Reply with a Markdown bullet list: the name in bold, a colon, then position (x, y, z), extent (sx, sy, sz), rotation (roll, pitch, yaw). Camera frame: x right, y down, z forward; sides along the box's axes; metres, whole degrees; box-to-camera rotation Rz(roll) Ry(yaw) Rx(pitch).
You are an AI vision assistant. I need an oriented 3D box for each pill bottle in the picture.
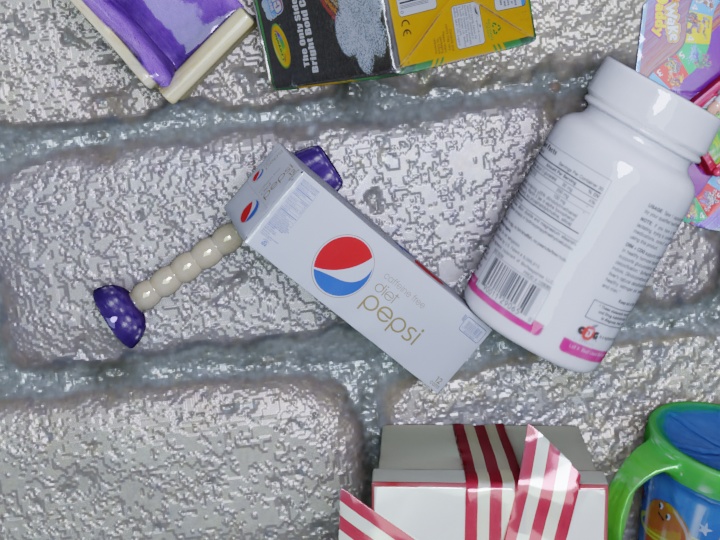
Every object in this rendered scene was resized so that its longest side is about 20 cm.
- **pill bottle**: position (0.166, -0.040, 1.035), extent (0.112, 0.113, 0.202), rotation (27, 102, -6)

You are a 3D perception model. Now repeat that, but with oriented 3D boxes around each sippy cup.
- **sippy cup**: position (0.263, 0.185, 1.078), extent (0.175, 0.140, 0.132), rotation (14, 110, 9)

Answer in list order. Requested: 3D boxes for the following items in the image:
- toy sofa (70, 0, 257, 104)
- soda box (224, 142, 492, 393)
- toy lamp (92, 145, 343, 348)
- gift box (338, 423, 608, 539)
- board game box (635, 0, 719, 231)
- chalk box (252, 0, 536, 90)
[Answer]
- **toy sofa**: position (-0.166, -0.216, 1.001), extent (0.083, 0.098, 0.200), rotation (-42, 90, 5)
- **soda box**: position (0.000, 0.000, 1.033), extent (0.199, 0.068, 0.064), rotation (40, 95, -29)
- **toy lamp**: position (-0.102, -0.021, 1.064), extent (0.199, 0.058, 0.059), rotation (-35, 98, 2)
- **gift box**: position (0.081, 0.196, 1.034), extent (0.181, 0.187, 0.203), rotation (-5, 100, 3)
- **board game box**: position (0.281, -0.127, 1.070), extent (0.155, 0.039, 0.203), rotation (5, 98, -3)
- **chalk box**: position (0.004, -0.197, 0.992), extent (0.123, 0.199, 0.127), rotation (-18, 103, -32)
